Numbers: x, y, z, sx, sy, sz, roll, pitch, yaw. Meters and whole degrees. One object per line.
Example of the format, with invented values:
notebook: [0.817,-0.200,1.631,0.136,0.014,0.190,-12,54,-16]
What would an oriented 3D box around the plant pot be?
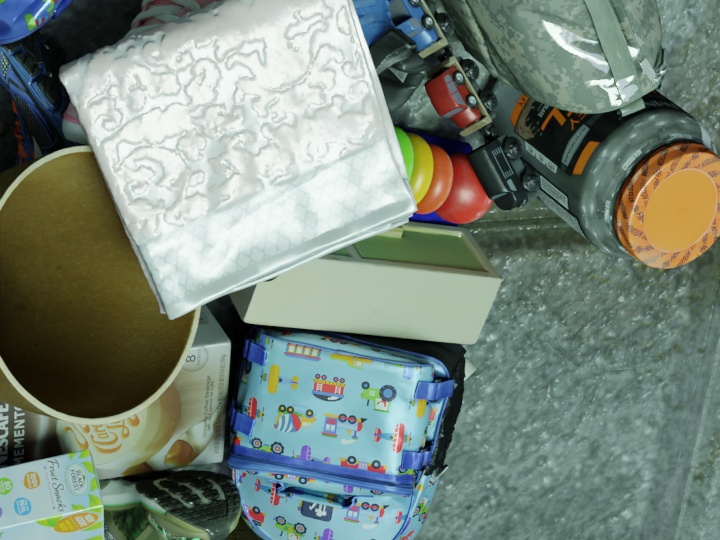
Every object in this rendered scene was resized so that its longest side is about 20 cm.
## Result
plant pot: [-0.245,0.011,1.614,0.186,0.200,0.187,1,88,-44]

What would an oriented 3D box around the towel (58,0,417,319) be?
towel: [-0.077,-0.087,1.552,0.200,0.032,0.191,-23,107,-7]

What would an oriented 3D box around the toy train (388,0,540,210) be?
toy train: [0.072,-0.134,1.736,0.046,0.034,0.200,-31,93,-39]

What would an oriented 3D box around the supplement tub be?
supplement tub: [0.190,-0.088,1.767,0.122,0.200,0.123,-15,124,-24]

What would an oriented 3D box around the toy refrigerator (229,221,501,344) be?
toy refrigerator: [0.000,0.000,1.757,0.199,0.076,0.070,6,121,-26]

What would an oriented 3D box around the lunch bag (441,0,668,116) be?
lunch bag: [0.138,-0.221,1.692,0.139,0.168,0.200,-31,127,-6]

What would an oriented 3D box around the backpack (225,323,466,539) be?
backpack: [-0.023,0.139,1.788,0.182,0.135,0.201,15,102,4]

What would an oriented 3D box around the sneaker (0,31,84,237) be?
sneaker: [-0.223,-0.085,1.660,0.078,0.075,0.200,-21,118,12]

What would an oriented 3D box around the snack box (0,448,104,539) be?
snack box: [-0.266,0.206,1.746,0.142,0.053,0.200,-13,157,-11]

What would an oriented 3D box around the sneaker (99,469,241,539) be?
sneaker: [-0.147,0.201,1.772,0.077,0.200,0.089,-10,97,-29]

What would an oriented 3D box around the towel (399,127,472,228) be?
towel: [-0.015,-0.045,1.793,0.199,0.050,0.148,9,112,-29]

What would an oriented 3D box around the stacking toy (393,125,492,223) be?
stacking toy: [0.021,-0.075,1.722,0.200,0.085,0.086,13,111,-35]

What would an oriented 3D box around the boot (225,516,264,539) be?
boot: [-0.072,0.271,1.936,0.199,0.072,0.155,0,120,-26]

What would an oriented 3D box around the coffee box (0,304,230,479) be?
coffee box: [-0.207,0.096,1.763,0.199,0.080,0.115,-7,121,-21]

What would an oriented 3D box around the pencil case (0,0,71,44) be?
pencil case: [-0.263,-0.244,1.542,0.078,0.087,0.200,-54,132,-26]

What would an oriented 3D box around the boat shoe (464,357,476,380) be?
boat shoe: [-0.001,0.116,1.884,0.202,0.072,0.060,-36,90,12]

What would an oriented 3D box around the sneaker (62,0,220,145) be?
sneaker: [-0.142,-0.164,1.620,0.200,0.075,0.105,-35,128,-44]

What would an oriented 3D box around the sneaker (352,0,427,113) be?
sneaker: [0.006,-0.172,1.647,0.200,0.111,0.077,-54,171,-38]

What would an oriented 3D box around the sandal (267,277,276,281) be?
sandal: [-0.086,-0.077,1.605,0.075,0.045,0.200,-51,128,-31]
